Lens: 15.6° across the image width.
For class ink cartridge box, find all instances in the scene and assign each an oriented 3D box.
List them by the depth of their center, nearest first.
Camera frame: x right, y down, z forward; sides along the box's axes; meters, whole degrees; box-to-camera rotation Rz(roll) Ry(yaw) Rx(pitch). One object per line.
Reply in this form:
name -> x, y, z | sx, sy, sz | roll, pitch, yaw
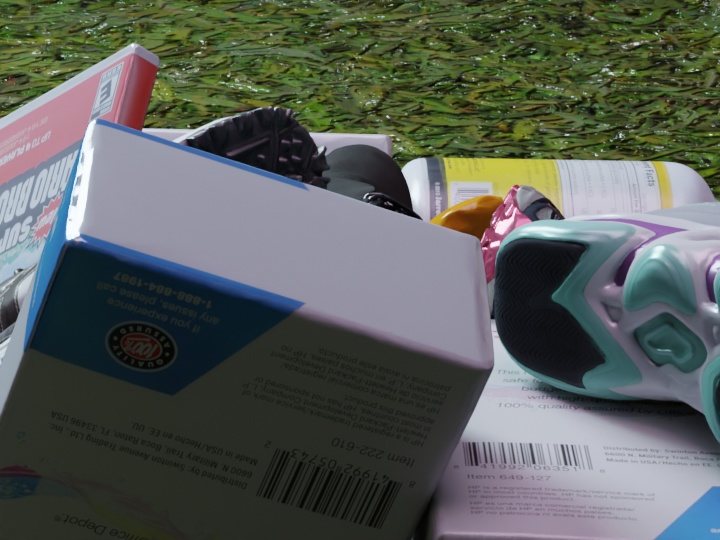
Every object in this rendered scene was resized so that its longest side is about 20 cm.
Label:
ink cartridge box -> -0.058, 0.068, 0.898 | 0.144, 0.201, 0.085 | 17, 30, -12
ink cartridge box -> 0.090, 0.119, 0.955 | 0.146, 0.145, 0.200 | 3, 20, -1

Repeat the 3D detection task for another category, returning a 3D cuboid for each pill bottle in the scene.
pill bottle -> 0.117, 0.001, 1.328 | 0.199, 0.113, 0.112 | 1, 20, -2

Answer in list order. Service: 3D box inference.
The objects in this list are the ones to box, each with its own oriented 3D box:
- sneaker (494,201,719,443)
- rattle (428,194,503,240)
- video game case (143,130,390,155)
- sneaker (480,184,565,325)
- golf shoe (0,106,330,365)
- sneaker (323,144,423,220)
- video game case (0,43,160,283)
sneaker -> 0.159, 0.014, 0.930 | 0.139, 0.078, 0.200 | -14, 28, -40
rattle -> -0.036, -0.009, 1.275 | 0.130, 0.143, 0.200 | 5, 22, -28
video game case -> -0.062, -0.027, 1.338 | 0.142, 0.018, 0.200 | 1, -18, -4
sneaker -> 0.095, 0.033, 1.093 | 0.074, 0.200, 0.081 | 18, 70, 30
golf shoe -> -0.101, 0.007, 1.009 | 0.200, 0.078, 0.094 | -44, 27, -13
sneaker -> 0.000, 0.000, 1.071 | 0.076, 0.091, 0.200 | 41, 30, -14
video game case -> -0.153, 0.010, 1.132 | 0.017, 0.201, 0.143 | 29, -32, -30
